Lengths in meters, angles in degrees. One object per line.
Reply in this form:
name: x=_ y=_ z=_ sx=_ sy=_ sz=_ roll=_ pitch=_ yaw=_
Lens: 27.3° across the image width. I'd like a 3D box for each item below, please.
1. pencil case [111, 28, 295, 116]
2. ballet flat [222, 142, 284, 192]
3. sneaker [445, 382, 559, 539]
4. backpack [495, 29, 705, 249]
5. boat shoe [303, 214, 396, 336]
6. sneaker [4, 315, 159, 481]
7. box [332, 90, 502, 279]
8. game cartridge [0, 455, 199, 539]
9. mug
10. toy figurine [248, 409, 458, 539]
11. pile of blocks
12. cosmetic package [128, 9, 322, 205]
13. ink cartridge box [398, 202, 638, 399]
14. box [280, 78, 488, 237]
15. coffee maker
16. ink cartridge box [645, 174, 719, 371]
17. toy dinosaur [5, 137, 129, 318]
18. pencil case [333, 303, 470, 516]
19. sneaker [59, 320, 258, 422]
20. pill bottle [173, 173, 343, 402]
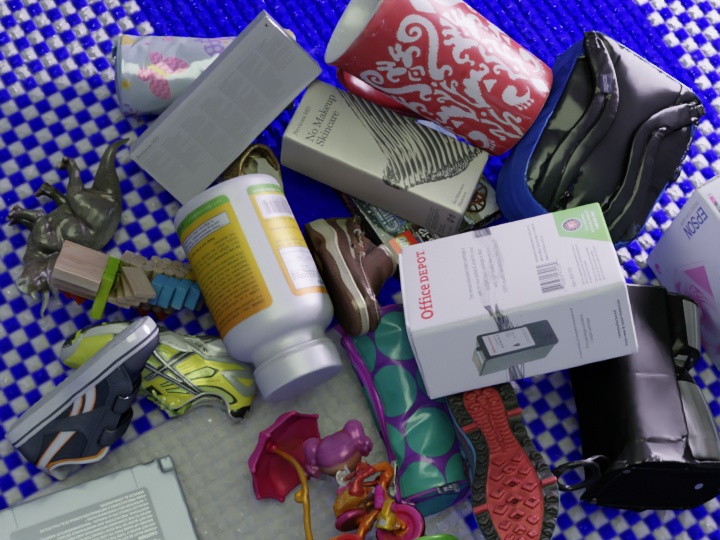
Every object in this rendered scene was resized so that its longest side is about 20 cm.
pencil case: x=-0.162 y=-0.210 z=1.569 sx=0.200 sy=0.083 sz=0.091 roll=-4 pitch=83 yaw=-7
ballet flat: x=-0.096 y=-0.042 z=1.516 sx=0.070 sy=0.065 sz=0.200 roll=-7 pitch=70 yaw=-34
sneaker: x=0.136 y=0.189 z=1.369 sx=0.079 sy=0.096 sz=0.200 roll=-13 pitch=55 yaw=2
backpack: x=0.235 y=-0.108 z=1.524 sx=0.162 sy=0.168 sz=0.200 roll=28 pitch=71 yaw=-6
boat shoe: x=-0.001 y=-0.006 z=1.461 sx=0.075 sy=0.075 sz=0.202 roll=-14 pitch=31 yaw=-8
sneaker: x=-0.244 y=0.123 z=1.400 sx=0.079 sy=0.200 sz=0.078 roll=47 pitch=26 yaw=-7
box: x=0.041 y=-0.108 z=1.576 sx=0.136 sy=0.038 sz=0.200 roll=-31 pitch=75 yaw=-16
game cartridge: x=-0.254 y=0.267 z=1.401 sx=0.200 sy=0.040 sz=0.134 roll=-17 pitch=68 yaw=-12
mug: x=0.077 y=-0.214 z=1.507 sx=0.200 sy=0.178 sz=0.134 roll=31 pitch=88 yaw=-16
toy figurine: x=-0.027 y=0.211 z=1.389 sx=0.200 sy=0.150 sz=0.184 roll=-26 pitch=61 yaw=12
pile of blocks: x=-0.214 y=0.026 z=1.453 sx=0.200 sy=0.062 sz=0.082 roll=7 pitch=30 yaw=-29
cosmetic package: x=-0.139 y=-0.165 z=1.514 sx=0.200 sy=0.051 sz=0.083 roll=-44 pitch=110 yaw=8
ink cartridge box: x=0.144 y=0.026 z=1.391 sx=0.200 sy=0.084 sz=0.146 roll=-13 pitch=33 yaw=6
box: x=0.023 y=-0.115 z=1.518 sx=0.200 sy=0.068 sz=0.082 roll=23 pitch=69 yaw=3
coffee maker: x=0.259 y=0.117 z=1.438 sx=0.192 sy=0.135 sz=0.200 roll=20 pitch=49 yaw=-36
ink cartridge box: x=0.374 y=0.029 z=1.473 sx=0.043 sy=0.196 sz=0.200 roll=-27 pitch=73 yaw=-14
toy dinosaur: x=-0.293 y=-0.048 z=1.509 sx=0.102 sy=0.077 sz=0.200 roll=42 pitch=65 yaw=-2
pencil case: x=0.045 y=0.137 z=1.456 sx=0.092 sy=0.085 sz=0.200 roll=-8 pitch=68 yaw=-30
sneaker: x=-0.196 y=0.099 z=1.451 sx=0.200 sy=0.075 sz=0.077 roll=7 pitch=68 yaw=-2
pill bottle: x=-0.093 y=0.019 z=1.419 sx=0.111 sy=0.111 sz=0.200 roll=-21 pitch=75 yaw=-13
